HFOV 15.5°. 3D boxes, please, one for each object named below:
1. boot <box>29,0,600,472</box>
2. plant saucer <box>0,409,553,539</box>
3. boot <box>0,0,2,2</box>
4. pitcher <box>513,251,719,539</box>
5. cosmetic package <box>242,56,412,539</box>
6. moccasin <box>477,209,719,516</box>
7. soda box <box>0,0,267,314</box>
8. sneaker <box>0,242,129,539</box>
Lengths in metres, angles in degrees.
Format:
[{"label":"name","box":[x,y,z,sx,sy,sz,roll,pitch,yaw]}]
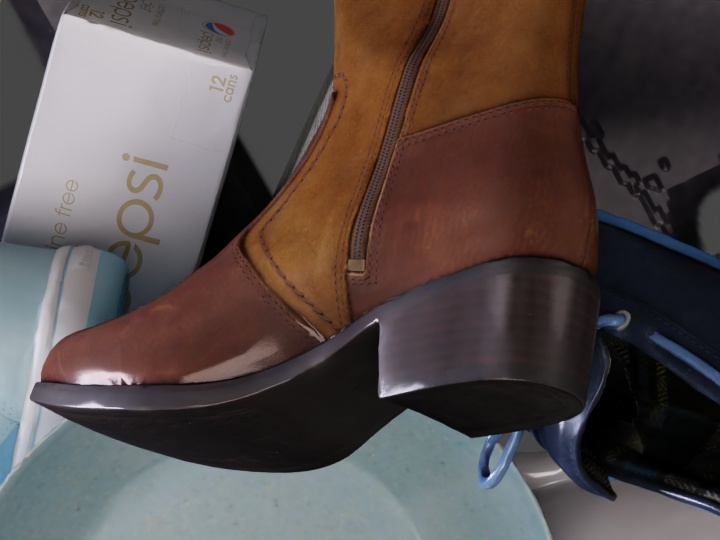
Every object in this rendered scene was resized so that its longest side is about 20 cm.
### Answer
[{"label":"boot","box":[-0.011,-0.048,0.774,0.188,0.200,0.068,-14,152,39]},{"label":"plant saucer","box":[-0.035,0.117,0.853,0.200,0.039,0.202,-3,103,-12]},{"label":"boot","box":[-0.170,-0.103,0.831,0.200,0.156,0.073,-17,110,10]},{"label":"pitcher","box":[0.100,0.095,0.926,0.200,0.121,0.172,-23,98,1]},{"label":"cosmetic package","box":[0.000,0.000,0.893,0.071,0.105,0.200,23,113,-6]},{"label":"moccasin","box":[0.076,0.029,0.766,0.200,0.068,0.081,13,134,33]},{"label":"soda box","box":[-0.091,0.001,0.920,0.068,0.064,0.200,16,113,-3]},{"label":"sneaker","box":[-0.159,0.074,0.878,0.130,0.080,0.200,15,102,-4]}]
